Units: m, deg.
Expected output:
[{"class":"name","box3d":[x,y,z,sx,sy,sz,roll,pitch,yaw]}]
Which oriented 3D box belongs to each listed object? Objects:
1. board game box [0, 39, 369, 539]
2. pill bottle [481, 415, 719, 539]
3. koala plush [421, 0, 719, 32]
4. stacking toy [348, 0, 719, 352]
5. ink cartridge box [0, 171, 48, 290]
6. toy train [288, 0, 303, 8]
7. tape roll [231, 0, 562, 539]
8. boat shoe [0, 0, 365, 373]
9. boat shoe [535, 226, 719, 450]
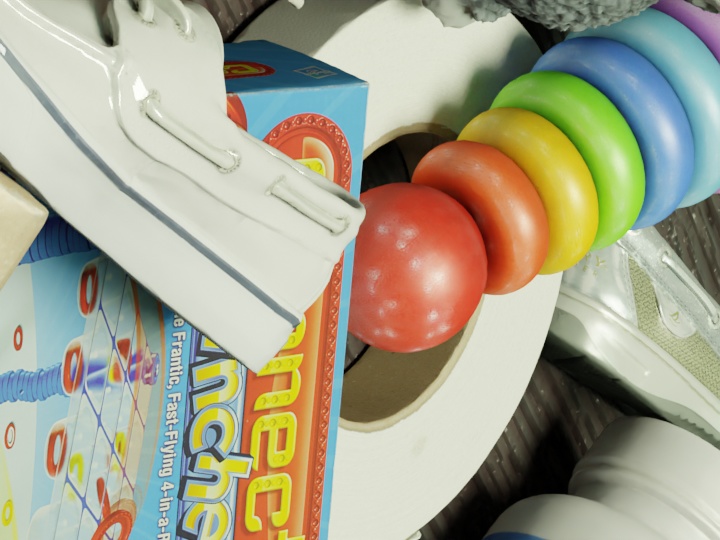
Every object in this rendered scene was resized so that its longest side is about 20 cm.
[{"class":"board game box","box3d":[-0.097,0.041,0.853,0.195,0.056,0.201,-8,110,-38]},{"class":"pill bottle","box3d":[0.074,0.155,1.104,0.200,0.112,0.113,-51,138,-25]},{"class":"koala plush","box3d":[0.055,-0.162,0.884,0.184,0.177,0.201,-42,119,-43]},{"class":"stacking toy","box3d":[0.067,-0.033,0.989,0.200,0.085,0.086,-34,129,-35]},{"class":"ink cartridge box","box3d":[-0.195,-0.004,0.676,0.200,0.075,0.165,37,84,-38]},{"class":"toy train","box3d":[-0.101,-0.116,0.759,0.056,0.150,0.200,-44,149,11]},{"class":"tape roll","box3d":[0.000,0.000,1.009,0.202,0.037,0.204,-25,124,-45]},{"class":"boat shoe","box3d":[-0.066,-0.047,0.763,0.065,0.073,0.200,-50,142,-3]},{"class":"boat shoe","box3d":[0.130,0.031,1.161,0.202,0.074,0.065,31,84,-46]}]
